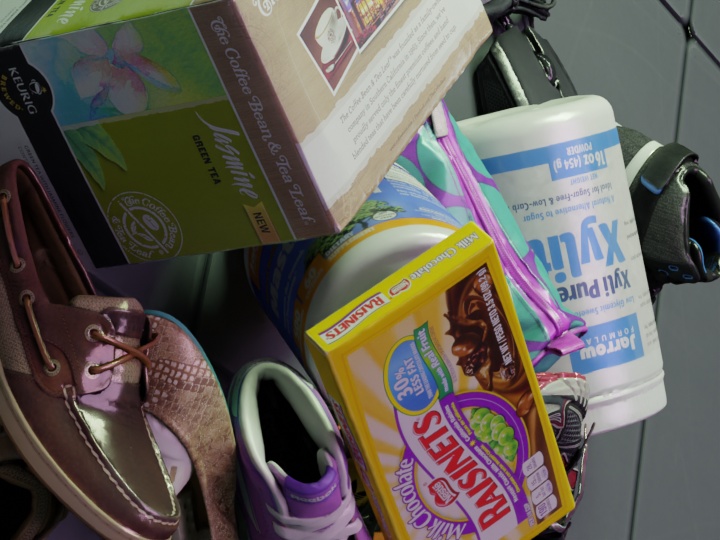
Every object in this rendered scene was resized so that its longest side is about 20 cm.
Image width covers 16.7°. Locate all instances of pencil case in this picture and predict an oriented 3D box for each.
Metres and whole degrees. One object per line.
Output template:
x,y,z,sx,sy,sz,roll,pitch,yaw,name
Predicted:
0.053,-0.025,1.439,0.085,0.092,0.201,-26,84,-39,pencil case

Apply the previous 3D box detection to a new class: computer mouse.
0.118,-0.104,1.635,0.138,0.052,0.202,-17,98,-57,computer mouse

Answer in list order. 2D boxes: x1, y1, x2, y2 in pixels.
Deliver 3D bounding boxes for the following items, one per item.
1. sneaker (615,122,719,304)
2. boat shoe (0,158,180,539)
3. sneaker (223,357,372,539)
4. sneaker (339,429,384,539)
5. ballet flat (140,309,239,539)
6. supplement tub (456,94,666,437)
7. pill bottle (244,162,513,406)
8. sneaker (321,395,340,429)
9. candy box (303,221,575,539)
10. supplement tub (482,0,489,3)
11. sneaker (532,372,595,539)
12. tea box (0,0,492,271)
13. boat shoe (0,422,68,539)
0.186,0.009,1.610,0.073,0.111,0.201,-31,132,-40,sneaker
-0.132,0.037,1.143,0.201,0.072,0.072,59,20,22,boat shoe
-0.023,0.140,1.230,0.114,0.072,0.202,130,-63,-81,sneaker
-0.018,0.141,1.320,0.201,0.070,0.090,-56,169,-34,sneaker
-0.096,0.112,1.217,0.065,0.070,0.201,-56,146,-42,ballet flat
0.113,-0.001,1.536,0.132,0.131,0.201,-20,98,-56,supplement tub
0.000,0.000,1.311,0.113,0.112,0.200,63,-6,-25,pill bottle
0.025,0.129,1.450,0.096,0.079,0.202,34,48,-78,sneaker
0.043,0.077,1.222,0.102,0.026,0.201,-32,133,-13,candy box
0.020,-0.262,1.442,0.200,0.145,0.146,53,43,-36,supplement tub
0.098,0.114,1.411,0.200,0.080,0.075,72,11,-64,sneaker
-0.072,-0.112,1.227,0.200,0.196,0.134,-53,126,-46,tea box
-0.167,0.110,1.153,0.200,0.064,0.072,-47,121,-52,boat shoe
